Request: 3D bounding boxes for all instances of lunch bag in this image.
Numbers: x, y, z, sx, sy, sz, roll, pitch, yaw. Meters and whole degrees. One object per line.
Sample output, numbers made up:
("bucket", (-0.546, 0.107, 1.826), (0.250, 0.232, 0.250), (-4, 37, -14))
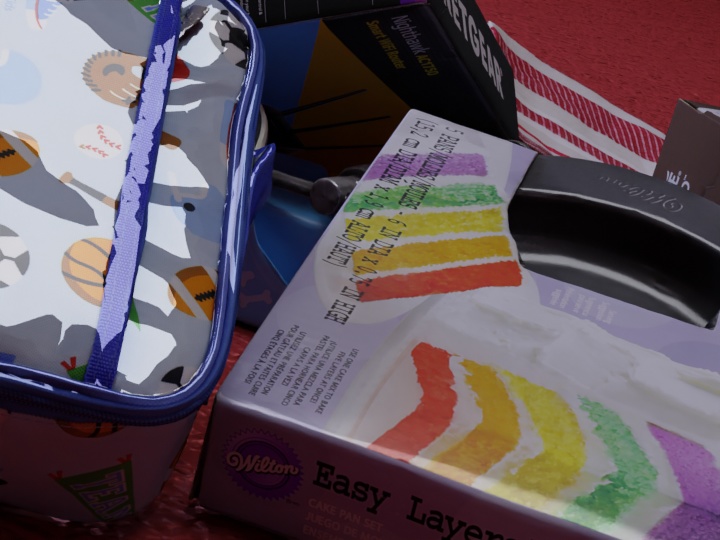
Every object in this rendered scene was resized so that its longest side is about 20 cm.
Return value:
("lunch bag", (-0.104, -0.026, 0.621), (0.160, 0.076, 0.200), (14, 46, -9))

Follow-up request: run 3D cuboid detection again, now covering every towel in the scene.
("towel", (0.126, -0.074, 1.149), (0.144, 0.023, 0.200), (30, 21, -9))

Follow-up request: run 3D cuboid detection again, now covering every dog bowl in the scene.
("dog bowl", (0.000, 0.000, 0.836), (0.200, 0.050, 0.111), (18, 15, 10))

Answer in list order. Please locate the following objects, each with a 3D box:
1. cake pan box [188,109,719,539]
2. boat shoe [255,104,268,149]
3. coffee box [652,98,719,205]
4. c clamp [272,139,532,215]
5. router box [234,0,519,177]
("cake pan box", (0.068, 0.034, 0.667), (0.184, 0.052, 0.200), (21, 36, 10))
("boat shoe", (-0.101, -0.038, 0.738), (0.075, 0.062, 0.200), (20, 32, 30))
("coffee box", (0.234, -0.003, 0.970), (0.200, 0.114, 0.080), (10, 16, -24))
("c clamp", (0.053, -0.030, 0.851), (0.171, 0.027, 0.200), (26, 18, 32))
("router box", (-0.022, -0.088, 0.882), (0.149, 0.051, 0.200), (-8, -16, 13))
